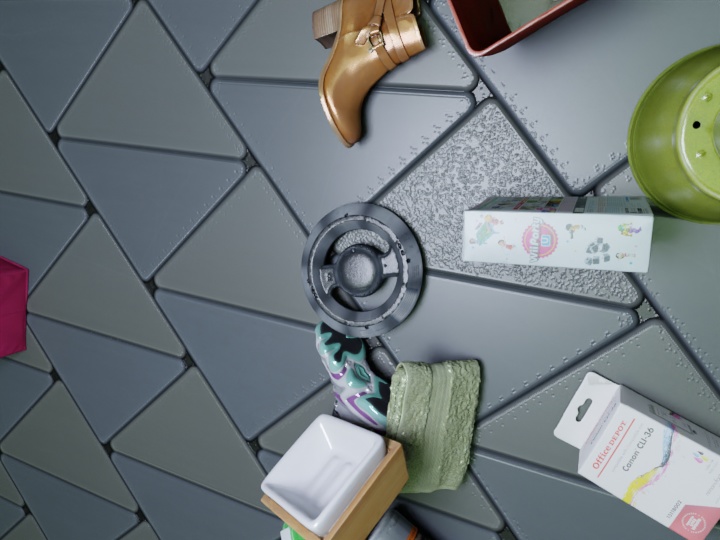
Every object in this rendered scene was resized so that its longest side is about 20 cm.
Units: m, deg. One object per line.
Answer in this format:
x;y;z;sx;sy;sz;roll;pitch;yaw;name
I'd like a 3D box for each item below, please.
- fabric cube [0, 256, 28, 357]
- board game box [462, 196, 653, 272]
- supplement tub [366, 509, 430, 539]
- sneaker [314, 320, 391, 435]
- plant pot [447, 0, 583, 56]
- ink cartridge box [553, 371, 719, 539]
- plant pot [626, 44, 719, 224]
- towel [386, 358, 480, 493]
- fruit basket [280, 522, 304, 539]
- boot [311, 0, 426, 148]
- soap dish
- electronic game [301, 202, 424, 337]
-0.848;0.078;1.170;0.193;0.199;0.204;17;107;20;fabric cube
0.235;-0.050;0.674;0.196;0.147;0.066;5;105;24;board game box
0.089;0.479;0.858;0.199;0.122;0.124;37;113;14;supplement tub
-0.026;0.188;0.883;0.201;0.077;0.141;54;137;29;sneaker
0.190;-0.364;0.617;0.197;0.176;0.203;-23;91;26;plant pot
0.358;0.232;0.716;0.198;0.067;0.118;28;110;17;ink cartridge box
0.379;-0.137;0.565;0.197;0.192;0.205;5;103;24;plant pot
0.103;0.225;0.804;0.036;0.146;0.204;-151;66;-63;towel
-0.067;0.457;0.860;0.187;0.092;0.203;-115;22;-44;fruit basket
0.019;-0.282;0.772;0.152;0.074;0.204;-7;100;21;boot
-0.037;0.287;0.762;0.082;0.157;0.199;52;154;-18;soap dish
0.000;0.000;0.849;0.196;0.042;0.205;1;94;21;electronic game
